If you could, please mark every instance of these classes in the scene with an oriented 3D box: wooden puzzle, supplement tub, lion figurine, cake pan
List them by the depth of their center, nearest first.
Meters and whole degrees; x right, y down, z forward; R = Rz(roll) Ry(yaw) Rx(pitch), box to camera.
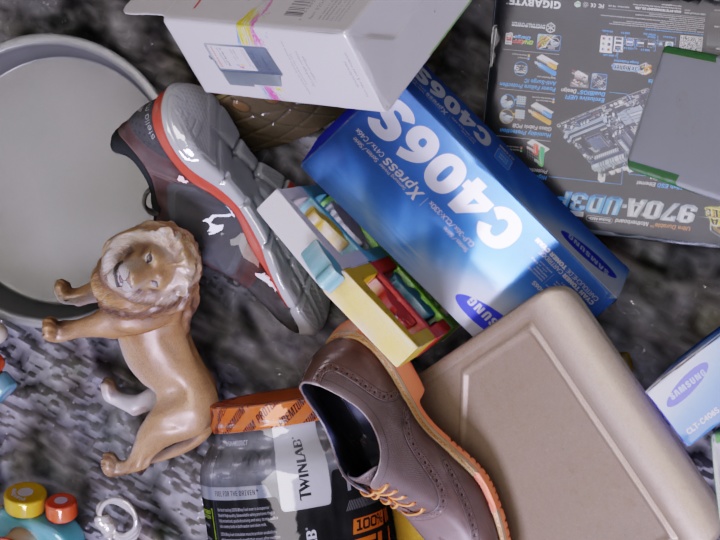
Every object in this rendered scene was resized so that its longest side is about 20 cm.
[{"bbox_3d":[0.118,0.123,1.440,0.200,0.037,0.186,-37,87,43],"label":"wooden puzzle"},{"bbox_3d":[-0.040,0.181,1.494,0.122,0.123,0.202,-7,93,13],"label":"supplement tub"},{"bbox_3d":[-0.136,0.055,1.505,0.122,0.073,0.201,-9,126,20],"label":"lion figurine"},{"bbox_3d":[-0.211,-0.062,1.557,0.199,0.037,0.202,1,95,12],"label":"cake pan"}]

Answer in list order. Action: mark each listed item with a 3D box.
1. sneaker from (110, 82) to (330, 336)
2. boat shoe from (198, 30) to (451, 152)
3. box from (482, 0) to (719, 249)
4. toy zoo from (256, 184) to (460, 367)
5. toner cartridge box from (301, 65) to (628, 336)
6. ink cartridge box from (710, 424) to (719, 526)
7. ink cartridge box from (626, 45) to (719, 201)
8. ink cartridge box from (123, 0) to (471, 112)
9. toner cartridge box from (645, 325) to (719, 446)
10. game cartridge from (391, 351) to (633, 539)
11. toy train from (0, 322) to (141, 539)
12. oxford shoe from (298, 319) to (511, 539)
[{"bbox_3d":[-0.093,-0.035,1.503,0.081,0.077,0.201,-21,115,30],"label":"sneaker"},{"bbox_3d":[-0.033,-0.143,1.504,0.199,0.072,0.068,-28,54,17],"label":"boat shoe"},{"bbox_3d":[0.179,-0.101,1.463,0.198,0.046,0.160,6,96,12],"label":"box"},{"bbox_3d":[0.000,0.000,1.432,0.020,0.200,0.131,-43,85,12],"label":"toy zoo"},{"bbox_3d":[0.067,-0.034,1.439,0.200,0.043,0.095,44,122,-8],"label":"toner cartridge box"},{"bbox_3d":[0.295,0.122,1.377,0.144,0.200,0.085,-8,89,13],"label":"ink cartridge box"},{"bbox_3d":[0.284,-0.063,1.354,0.199,0.147,0.084,16,94,-21],"label":"ink cartridge box"},{"bbox_3d":[-0.040,-0.169,1.420,0.199,0.068,0.117,11,53,41],"label":"ink cartridge box"},{"bbox_3d":[0.233,0.052,1.384,0.095,0.200,0.043,-40,84,12],"label":"toner cartridge box"},{"bbox_3d":[0.109,0.165,1.509,0.175,0.032,0.202,-8,95,13],"label":"game cartridge"},{"bbox_3d":[-0.249,0.136,1.543,0.200,0.056,0.150,49,130,3],"label":"toy train"},{"bbox_3d":[0.025,0.132,1.436,0.071,0.073,0.201,-25,103,45],"label":"oxford shoe"}]
